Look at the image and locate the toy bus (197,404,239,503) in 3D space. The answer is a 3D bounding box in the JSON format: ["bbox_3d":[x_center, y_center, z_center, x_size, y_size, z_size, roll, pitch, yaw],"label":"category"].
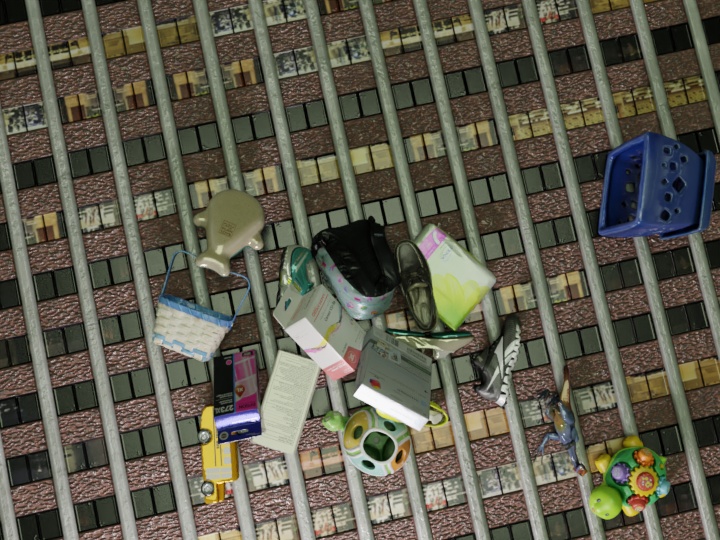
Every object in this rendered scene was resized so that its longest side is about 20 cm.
[{"bbox_3d":[-0.302,0.387,1.660,0.077,0.065,0.202,-5,85,-4],"label":"toy bus"}]

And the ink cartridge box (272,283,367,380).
[{"bbox_3d":[-0.081,0.116,1.630,0.067,0.117,0.200,-30,112,34],"label":"ink cartridge box"}]

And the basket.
[{"bbox_3d":[-0.346,0.077,1.647,0.175,0.139,0.202,24,93,0],"label":"basket"}]

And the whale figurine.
[{"bbox_3d":[-0.284,-0.073,1.664,0.158,0.104,0.202,21,61,-6],"label":"whale figurine"}]

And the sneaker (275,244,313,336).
[{"bbox_3d":[-0.141,0.045,1.692,0.079,0.077,0.202,8,85,-10],"label":"sneaker"}]

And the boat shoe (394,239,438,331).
[{"bbox_3d":[0.121,0.030,1.638,0.073,0.065,0.202,-19,87,2],"label":"boat shoe"}]

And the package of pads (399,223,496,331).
[{"bbox_3d":[0.180,0.011,1.706,0.200,0.068,0.155,41,86,2],"label":"package of pads"}]

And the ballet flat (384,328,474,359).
[{"bbox_3d":[0.147,0.162,1.696,0.198,0.069,0.070,3,85,4],"label":"ballet flat"}]

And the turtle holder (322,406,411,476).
[{"bbox_3d":[0.024,0.345,1.639,0.140,0.132,0.186,-35,87,-4],"label":"turtle holder"}]

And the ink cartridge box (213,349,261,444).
[{"bbox_3d":[-0.259,0.261,1.630,0.094,0.037,0.201,-11,50,1],"label":"ink cartridge box"}]

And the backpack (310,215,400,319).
[{"bbox_3d":[0.000,0.000,1.650,0.166,0.127,0.201,-21,59,-21],"label":"backpack"}]

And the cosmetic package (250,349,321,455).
[{"bbox_3d":[-0.156,0.278,1.662,0.102,0.087,0.202,18,84,-1],"label":"cosmetic package"}]

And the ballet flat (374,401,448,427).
[{"bbox_3d":[0.114,0.292,1.623,0.067,0.199,0.067,24,91,44],"label":"ballet flat"}]

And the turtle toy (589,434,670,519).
[{"bbox_3d":[0.572,0.455,1.661,0.199,0.101,0.147,-32,87,-4],"label":"turtle toy"}]

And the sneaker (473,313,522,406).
[{"bbox_3d":[0.294,0.188,1.694,0.090,0.066,0.202,13,87,-3],"label":"sneaker"}]

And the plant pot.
[{"bbox_3d":[0.641,-0.167,1.676,0.178,0.200,0.202,9,84,-7],"label":"plant pot"}]

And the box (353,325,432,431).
[{"bbox_3d":[0.071,0.215,1.588,0.155,0.201,0.041,29,118,-10],"label":"box"}]

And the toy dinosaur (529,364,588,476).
[{"bbox_3d":[0.454,0.343,1.680,0.200,0.105,0.182,-43,108,-17],"label":"toy dinosaur"}]
